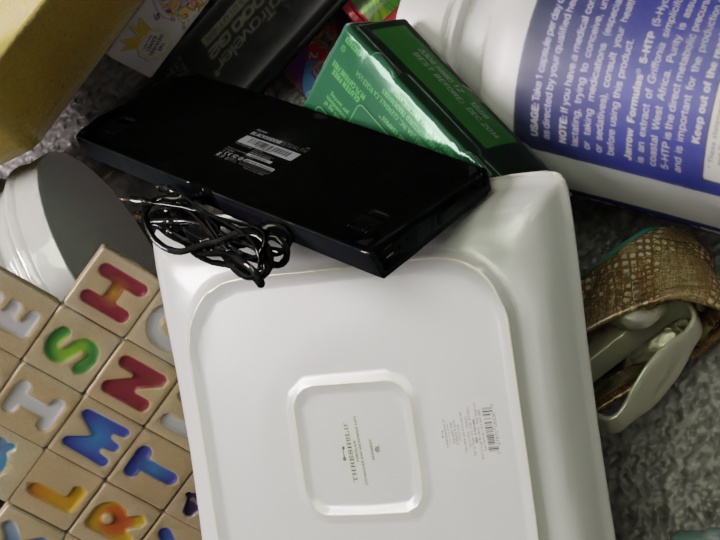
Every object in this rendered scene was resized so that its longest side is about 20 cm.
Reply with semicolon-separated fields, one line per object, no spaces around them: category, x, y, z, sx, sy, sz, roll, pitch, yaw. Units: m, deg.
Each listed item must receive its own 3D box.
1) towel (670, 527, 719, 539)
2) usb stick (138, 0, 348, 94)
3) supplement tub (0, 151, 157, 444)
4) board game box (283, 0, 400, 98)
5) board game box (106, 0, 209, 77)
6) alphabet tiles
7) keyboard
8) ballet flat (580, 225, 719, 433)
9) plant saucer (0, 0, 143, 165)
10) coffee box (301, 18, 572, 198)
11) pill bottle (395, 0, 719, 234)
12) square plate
towel;0.210;0.202;0.660;0.169;0.048;0.202;-4;73;19
usb stick;-0.042;-0.136;0.844;0.200;0.032;0.056;-44;70;25
supplement tub;-0.202;0.043;0.826;0.199;0.144;0.145;-31;66;12
board game box;0.025;-0.174;0.848;0.156;0.039;0.202;3;76;24
board game box;-0.090;-0.221;0.878;0.200;0.034;0.135;-50;47;15
alphabet tiles;-0.133;0.090;0.770;0.201;0.166;0.008;-52;23;14
keyboard;-0.046;-0.031;0.696;0.104;0.040;0.199;-33;37;-32
ballet flat;0.082;0.057;0.727;0.200;0.071;0.065;-40;44;1
plant saucer;-0.186;-0.100;0.816;0.199;0.049;0.201;-20;31;39
coffee box;0.000;0.000;0.754;0.123;0.044;0.201;48;128;25
pill bottle;0.120;-0.089;0.739;0.198;0.120;0.121;17;82;25
square plate;0.004;0.070;0.689;0.196;0.028;0.202;-6;95;27
